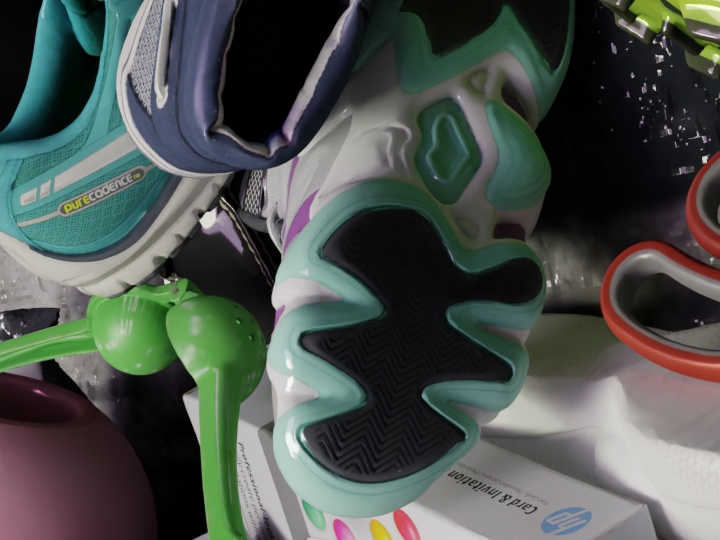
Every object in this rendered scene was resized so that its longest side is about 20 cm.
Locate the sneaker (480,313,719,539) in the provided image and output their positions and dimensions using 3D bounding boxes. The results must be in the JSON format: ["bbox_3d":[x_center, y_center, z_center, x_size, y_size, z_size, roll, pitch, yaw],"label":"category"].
[{"bbox_3d":[0.095,0.065,0.814,0.200,0.075,0.089,9,118,58],"label":"sneaker"}]

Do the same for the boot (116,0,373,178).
[{"bbox_3d":[-0.008,-0.120,0.828,0.090,0.073,0.201,10,82,72],"label":"boot"}]

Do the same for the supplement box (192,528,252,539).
[{"bbox_3d":[-0.042,0.174,0.950,0.109,0.061,0.200,58,165,23],"label":"supplement box"}]

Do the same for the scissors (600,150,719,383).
[{"bbox_3d":[0.146,0.016,0.739,0.200,0.014,0.073,25,74,44],"label":"scissors"}]

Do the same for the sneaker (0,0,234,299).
[{"bbox_3d":[-0.056,-0.089,0.890,0.077,0.080,0.200,8,66,57],"label":"sneaker"}]

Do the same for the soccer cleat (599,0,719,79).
[{"bbox_3d":[0.125,-0.092,0.743,0.200,0.065,0.084,12,79,55],"label":"soccer cleat"}]

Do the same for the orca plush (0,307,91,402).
[{"bbox_3d":[-0.120,0.112,1.091,0.071,0.105,0.201,-125,10,-85],"label":"orca plush"}]

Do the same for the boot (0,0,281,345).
[{"bbox_3d":[-0.103,-0.031,0.965,0.200,0.150,0.073,62,140,20],"label":"boot"}]

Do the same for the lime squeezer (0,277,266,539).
[{"bbox_3d":[-0.067,0.035,0.898,0.200,0.038,0.071,25,91,54],"label":"lime squeezer"}]

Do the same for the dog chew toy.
[{"bbox_3d":[-0.142,0.139,1.001,0.124,0.124,0.201,25,108,47],"label":"dog chew toy"}]

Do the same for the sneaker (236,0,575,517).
[{"bbox_3d":[0.000,0.000,0.861,0.140,0.078,0.201,-42,25,56],"label":"sneaker"}]

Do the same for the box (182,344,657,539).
[{"bbox_3d":[0.032,0.118,0.867,0.200,0.041,0.156,20,134,54],"label":"box"}]
